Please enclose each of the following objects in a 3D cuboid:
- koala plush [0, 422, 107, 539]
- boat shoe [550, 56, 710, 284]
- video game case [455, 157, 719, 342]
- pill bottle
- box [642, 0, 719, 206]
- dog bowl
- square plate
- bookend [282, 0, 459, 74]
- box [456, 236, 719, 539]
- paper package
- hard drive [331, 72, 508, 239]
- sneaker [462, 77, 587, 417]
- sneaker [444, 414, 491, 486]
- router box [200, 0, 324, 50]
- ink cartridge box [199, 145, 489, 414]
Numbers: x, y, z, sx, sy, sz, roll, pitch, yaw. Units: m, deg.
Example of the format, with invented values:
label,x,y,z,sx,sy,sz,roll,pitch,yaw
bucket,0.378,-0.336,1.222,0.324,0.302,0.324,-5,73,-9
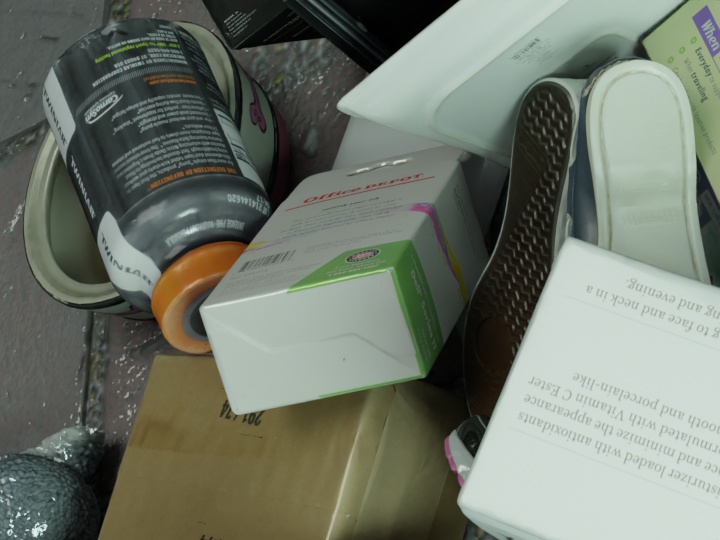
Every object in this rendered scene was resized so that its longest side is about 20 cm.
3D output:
label,x,y,z,sx,sy,sz,roll,pitch,yaw
koala plush,-0.250,0.173,1.631,0.199,0.184,0.178,-19,40,13
boat shoe,0.133,-0.006,1.294,0.062,0.074,0.201,-147,51,-83
video game case,0.143,0.034,1.378,0.182,0.023,0.201,-42,44,21
pill bottle,-0.113,-0.047,1.520,0.106,0.106,0.201,-42,50,21
box,0.265,-0.099,1.270,0.200,0.096,0.176,-41,44,23
dog bowl,-0.127,-0.056,1.673,0.200,0.074,0.201,-24,52,35
square plate,0.118,-0.115,1.362,0.200,0.198,0.029,-37,62,26
bookend,0.072,-0.192,1.418,0.200,0.199,0.092,-34,55,15
box,0.177,0.098,1.126,0.198,0.200,0.131,20,82,25
paper package,-0.044,0.148,1.447,0.199,0.103,0.192,-1,66,47
hard drive,0.040,-0.075,1.545,0.132,0.027,0.201,7,74,48
sneaker,0.115,-0.001,1.369,0.073,0.084,0.201,30,112,46
sneaker,0.132,0.133,1.292,0.086,0.080,0.200,-46,63,-5
router box,0.015,-0.210,1.556,0.200,0.149,0.051,-35,82,27
ink cartridge box,0.000,0.000,1.425,0.117,0.068,0.200,-12,19,21
